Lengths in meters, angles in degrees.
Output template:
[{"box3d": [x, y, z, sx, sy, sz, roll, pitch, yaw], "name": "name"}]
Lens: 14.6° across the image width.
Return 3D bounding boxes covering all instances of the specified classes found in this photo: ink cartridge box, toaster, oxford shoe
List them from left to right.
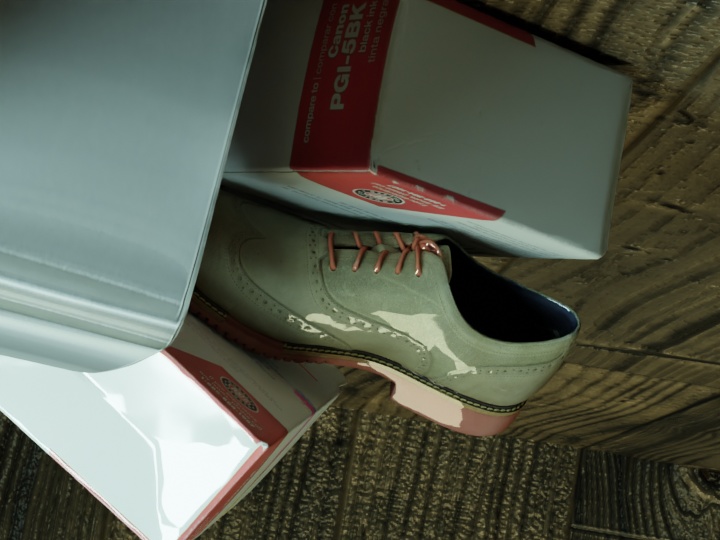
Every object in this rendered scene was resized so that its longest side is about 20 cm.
[{"box3d": [-0.120, -0.056, 0.951, 0.118, 0.201, 0.181, 17, 170, -17], "name": "toaster"}, {"box3d": [-0.080, 0.044, 1.176, 0.116, 0.068, 0.200, 42, -169, 4], "name": "ink cartridge box"}, {"box3d": [-0.008, -0.061, 1.200, 0.200, 0.083, 0.147, 1, 168, 46], "name": "ink cartridge box"}, {"box3d": [0.000, 0.000, 1.164, 0.200, 0.071, 0.075, 22, 134, -26], "name": "oxford shoe"}]
